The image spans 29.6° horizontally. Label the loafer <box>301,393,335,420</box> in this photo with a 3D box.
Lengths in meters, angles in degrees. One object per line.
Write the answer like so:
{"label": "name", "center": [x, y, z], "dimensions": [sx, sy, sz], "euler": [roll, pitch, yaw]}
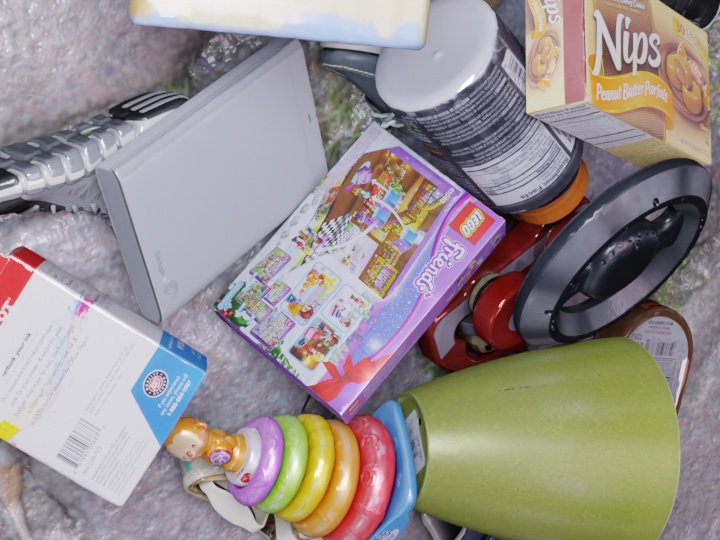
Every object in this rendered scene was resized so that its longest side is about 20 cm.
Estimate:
{"label": "loafer", "center": [-0.013, 0.030, 1.130], "dimensions": [0.072, 0.073, 0.200], "euler": [23, 88, -6]}

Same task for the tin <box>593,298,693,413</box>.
{"label": "tin", "center": [0.269, 0.128, 1.351], "dimensions": [0.112, 0.042, 0.201], "euler": [6, 100, -30]}

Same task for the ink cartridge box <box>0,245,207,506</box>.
{"label": "ink cartridge box", "center": [-0.222, 0.063, 0.963], "dimensions": [0.200, 0.067, 0.116], "euler": [33, 93, -8]}

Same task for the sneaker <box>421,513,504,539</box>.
{"label": "sneaker", "center": [0.142, 0.191, 1.262], "dimensions": [0.146, 0.077, 0.203], "euler": [30, 88, -38]}

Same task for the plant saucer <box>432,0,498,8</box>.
{"label": "plant saucer", "center": [0.039, -0.275, 1.084], "dimensions": [0.201, 0.039, 0.202], "euler": [-10, 110, -30]}

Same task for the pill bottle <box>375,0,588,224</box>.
{"label": "pill bottle", "center": [0.104, -0.113, 1.054], "dimensions": [0.106, 0.106, 0.200], "euler": [-55, 135, -7]}

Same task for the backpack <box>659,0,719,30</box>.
{"label": "backpack", "center": [0.242, -0.317, 1.133], "dimensions": [0.177, 0.151, 0.200], "euler": [14, 104, -39]}

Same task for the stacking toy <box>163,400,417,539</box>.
{"label": "stacking toy", "center": [-0.062, 0.149, 1.055], "dimensions": [0.200, 0.110, 0.116], "euler": [20, 131, -29]}

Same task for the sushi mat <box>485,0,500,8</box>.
{"label": "sushi mat", "center": [0.108, -0.241, 1.023], "dimensions": [0.012, 0.200, 0.096], "euler": [39, 76, 7]}

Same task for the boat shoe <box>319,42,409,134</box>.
{"label": "boat shoe", "center": [0.044, -0.135, 1.108], "dimensions": [0.200, 0.073, 0.062], "euler": [18, 90, -40]}

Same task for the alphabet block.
{"label": "alphabet block", "center": [-0.051, -0.260, 0.905], "dimensions": [0.195, 0.196, 0.201], "euler": [3, 103, -11]}

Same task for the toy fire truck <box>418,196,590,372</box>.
{"label": "toy fire truck", "center": [0.137, 0.021, 1.201], "dimensions": [0.200, 0.112, 0.168], "euler": [-40, 140, -16]}

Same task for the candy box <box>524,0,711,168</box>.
{"label": "candy box", "center": [0.202, -0.154, 1.048], "dimensions": [0.200, 0.055, 0.116], "euler": [15, 71, -48]}

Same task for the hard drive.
{"label": "hard drive", "center": [-0.103, -0.071, 1.012], "dimensions": [0.200, 0.026, 0.132], "euler": [-43, 136, -37]}

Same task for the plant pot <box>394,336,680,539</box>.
{"label": "plant pot", "center": [0.128, 0.146, 1.130], "dimensions": [0.199, 0.187, 0.188], "euler": [3, 102, -21]}

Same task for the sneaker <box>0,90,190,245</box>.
{"label": "sneaker", "center": [-0.195, -0.044, 0.981], "dimensions": [0.200, 0.075, 0.116], "euler": [-26, 119, -25]}

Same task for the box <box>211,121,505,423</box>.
{"label": "box", "center": [0.000, 0.000, 1.070], "dimensions": [0.200, 0.137, 0.039], "euler": [-49, 164, -8]}

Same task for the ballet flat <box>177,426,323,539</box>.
{"label": "ballet flat", "center": [-0.077, 0.201, 1.129], "dimensions": [0.067, 0.062, 0.200], "euler": [-38, 124, 24]}

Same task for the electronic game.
{"label": "electronic game", "center": [0.205, -0.012, 1.104], "dimensions": [0.200, 0.042, 0.200], "euler": [-29, 150, -19]}
